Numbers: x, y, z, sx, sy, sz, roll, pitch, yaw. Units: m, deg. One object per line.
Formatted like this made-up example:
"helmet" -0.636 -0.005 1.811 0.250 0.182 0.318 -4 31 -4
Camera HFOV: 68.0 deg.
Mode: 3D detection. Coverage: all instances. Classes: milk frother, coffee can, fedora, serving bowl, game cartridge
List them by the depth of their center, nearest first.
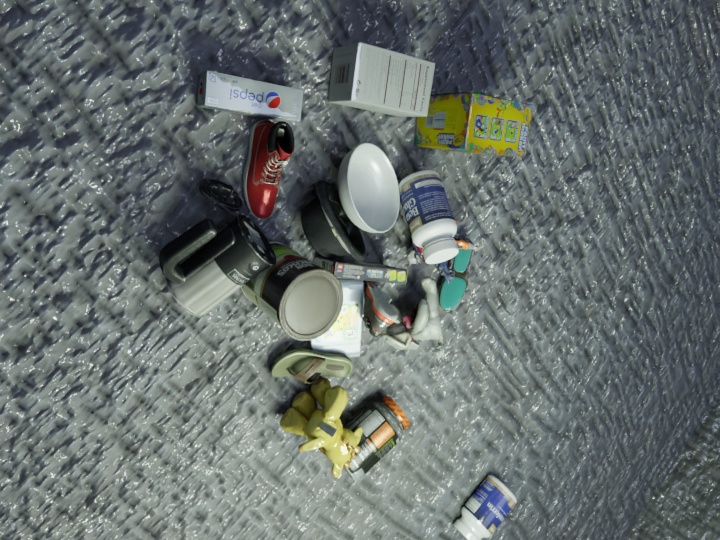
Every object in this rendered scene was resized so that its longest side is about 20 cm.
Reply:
"milk frother" -0.297 -0.052 1.058 0.187 0.201 0.181 -34 129 9
"coffee can" -0.148 0.038 1.109 0.145 0.199 0.149 -14 116 -32
"fedora" -0.069 -0.094 1.182 0.091 0.202 0.202 -25 120 14
"serving bowl" 0.010 -0.182 1.212 0.199 0.065 0.204 13 74 -51
"game cartridge" -0.061 0.119 1.271 0.131 0.041 0.204 -2 109 -13

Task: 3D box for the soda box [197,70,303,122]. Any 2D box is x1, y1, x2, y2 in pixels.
"soda box" -0.217 -0.341 1.056 0.197 0.068 0.065 1 102 -31

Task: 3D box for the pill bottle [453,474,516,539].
"pill bottle" 0.391 0.761 1.684 0.200 0.115 0.116 -45 121 -13

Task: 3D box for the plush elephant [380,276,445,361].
"plush elephant" 0.128 0.137 1.355 0.152 0.165 0.204 -7 72 7

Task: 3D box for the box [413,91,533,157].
"box" 0.264 -0.344 1.266 0.190 0.199 0.124 -1 104 -29

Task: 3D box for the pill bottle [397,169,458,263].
"pill bottle" 0.164 -0.124 1.262 0.109 0.111 0.203 -4 68 -30

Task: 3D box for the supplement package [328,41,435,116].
"supplement package" 0.046 -0.411 1.167 0.197 0.116 0.119 1 102 -31

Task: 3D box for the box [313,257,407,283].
"box" 0.000 0.000 1.251 0.197 0.110 0.035 6 94 -31

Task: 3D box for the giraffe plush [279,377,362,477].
"giraffe plush" -0.069 0.381 1.258 0.172 0.200 0.163 -38 122 -8

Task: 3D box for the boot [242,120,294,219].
"boot" -0.180 -0.196 1.072 0.071 0.144 0.204 -3 106 -31

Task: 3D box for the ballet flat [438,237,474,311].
"ballet flat" 0.261 0.015 1.437 0.071 0.072 0.203 21 86 -33

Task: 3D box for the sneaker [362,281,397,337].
"sneaker" 0.028 0.091 1.256 0.076 0.200 0.082 32 103 -13

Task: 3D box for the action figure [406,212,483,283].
"action figure" 0.209 -0.049 1.347 0.190 0.203 0.105 -16 154 -3

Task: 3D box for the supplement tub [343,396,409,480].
"supplement tub" 0.024 0.426 1.371 0.199 0.122 0.124 -37 119 -18

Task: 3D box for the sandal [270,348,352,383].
"sandal" -0.110 0.230 1.248 0.197 0.058 0.081 4 129 -15
